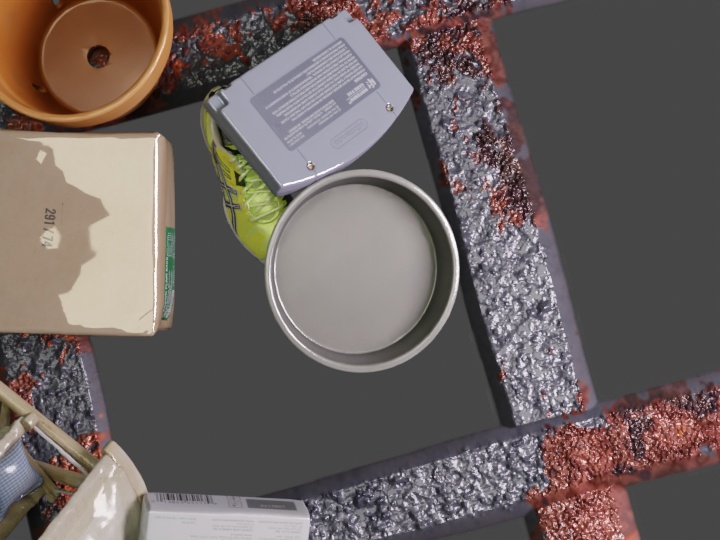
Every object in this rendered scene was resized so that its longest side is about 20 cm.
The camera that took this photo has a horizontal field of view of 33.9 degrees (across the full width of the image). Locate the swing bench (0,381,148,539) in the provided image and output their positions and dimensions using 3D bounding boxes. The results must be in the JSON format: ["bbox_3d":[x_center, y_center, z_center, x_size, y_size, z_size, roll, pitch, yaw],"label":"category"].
[{"bbox_3d":[-0.322,0.241,1.098,0.199,0.130,0.199,26,42,5],"label":"swing bench"}]

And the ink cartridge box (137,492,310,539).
[{"bbox_3d":[-0.143,0.323,1.161,0.161,0.057,0.202,5,104,-15],"label":"ink cartridge box"}]

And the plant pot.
[{"bbox_3d":[-0.278,-0.234,1.190,0.198,0.140,0.202,0,84,2],"label":"plant pot"}]

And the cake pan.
[{"bbox_3d":[0.000,0.000,1.185,0.198,0.037,0.203,-1,94,-11],"label":"cake pan"}]

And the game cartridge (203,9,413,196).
[{"bbox_3d":[-0.045,-0.165,1.188,0.200,0.040,0.134,-39,86,-29],"label":"game cartridge"}]

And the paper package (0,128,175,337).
[{"bbox_3d":[-0.280,-0.039,1.175,0.188,0.103,0.202,2,91,2],"label":"paper package"}]

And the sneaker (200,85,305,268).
[{"bbox_3d":[-0.116,-0.094,1.202,0.075,0.076,0.201,-26,85,-3],"label":"sneaker"}]
